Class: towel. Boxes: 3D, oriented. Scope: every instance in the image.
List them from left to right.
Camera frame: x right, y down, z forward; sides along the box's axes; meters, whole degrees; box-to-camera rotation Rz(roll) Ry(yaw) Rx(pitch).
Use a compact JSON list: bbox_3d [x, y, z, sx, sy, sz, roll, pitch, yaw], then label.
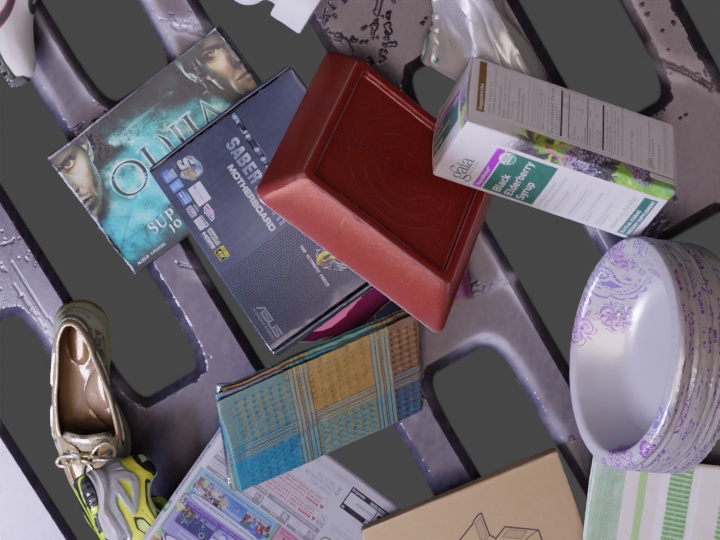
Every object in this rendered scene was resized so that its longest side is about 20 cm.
[{"bbox_3d":[-0.035,0.116,1.647,0.198,0.022,0.147,-23,140,-17],"label":"towel"},{"bbox_3d":[0.304,0.250,1.716,0.198,0.023,0.154,6,103,-5],"label":"towel"}]

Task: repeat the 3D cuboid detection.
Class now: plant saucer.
[{"bbox_3d":[0.028,-0.078,1.572,0.199,0.201,0.037,37,137,-13],"label":"plant saucer"}]

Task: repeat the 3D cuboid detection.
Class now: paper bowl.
[{"bbox_3d":[0.269,0.076,1.600,0.103,0.201,0.203,8,105,-19],"label":"paper bowl"}]

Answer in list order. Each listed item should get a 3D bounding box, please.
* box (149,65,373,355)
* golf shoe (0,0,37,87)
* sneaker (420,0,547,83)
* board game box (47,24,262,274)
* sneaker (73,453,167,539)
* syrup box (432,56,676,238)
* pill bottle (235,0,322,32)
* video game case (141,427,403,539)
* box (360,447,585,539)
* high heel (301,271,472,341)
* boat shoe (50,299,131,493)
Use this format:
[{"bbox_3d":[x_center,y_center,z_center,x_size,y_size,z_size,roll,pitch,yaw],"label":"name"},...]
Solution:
[{"bbox_3d":[-0.066,-0.052,1.611,0.157,0.051,0.201,-34,85,2],"label":"box"},{"bbox_3d":[-0.302,-0.263,1.621,0.087,0.077,0.202,-9,103,-2],"label":"golf shoe"},{"bbox_3d":[0.084,-0.217,1.612,0.088,0.075,0.201,-25,102,21],"label":"sneaker"},{"bbox_3d":[-0.167,-0.109,1.670,0.199,0.028,0.136,-36,99,10],"label":"board game box"},{"bbox_3d":[-0.201,0.257,1.716,0.076,0.075,0.201,-28,131,-17],"label":"sneaker"},{"bbox_3d":[0.167,-0.104,1.590,0.198,0.082,0.079,17,142,-14],"label":"syrup box"},{"bbox_3d":[-0.109,-0.299,1.581,0.199,0.110,0.110,34,103,-4],"label":"pill bottle"},{"bbox_3d":[-0.082,0.245,1.704,0.199,0.022,0.183,38,82,-17],"label":"video game case"},{"bbox_3d":[0.119,0.277,1.728,0.198,0.021,0.165,-22,102,-3],"label":"box"},{"bbox_3d":[0.000,0.000,1.660,0.198,0.067,0.097,-16,106,-6],"label":"high heel"},{"bbox_3d":[-0.259,0.131,1.714,0.072,0.063,0.202,-7,105,4],"label":"boat shoe"}]
